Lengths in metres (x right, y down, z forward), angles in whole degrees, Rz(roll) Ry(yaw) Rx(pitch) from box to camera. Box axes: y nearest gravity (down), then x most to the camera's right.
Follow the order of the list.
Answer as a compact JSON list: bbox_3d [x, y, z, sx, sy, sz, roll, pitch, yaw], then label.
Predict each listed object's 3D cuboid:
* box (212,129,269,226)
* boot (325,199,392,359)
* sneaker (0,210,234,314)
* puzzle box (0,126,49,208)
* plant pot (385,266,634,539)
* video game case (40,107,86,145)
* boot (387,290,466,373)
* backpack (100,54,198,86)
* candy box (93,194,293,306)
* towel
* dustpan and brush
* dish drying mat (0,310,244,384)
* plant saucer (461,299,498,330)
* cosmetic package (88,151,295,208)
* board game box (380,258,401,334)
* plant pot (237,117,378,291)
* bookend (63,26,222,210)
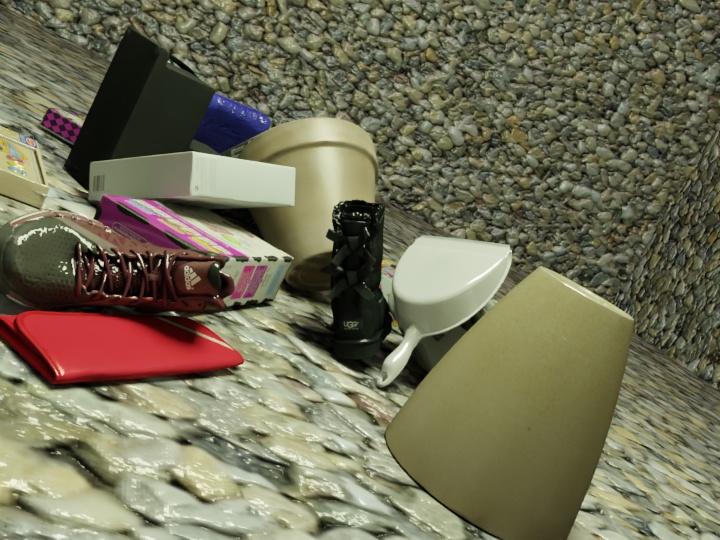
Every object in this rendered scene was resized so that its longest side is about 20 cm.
[{"bbox_3d":[-0.149,-0.132,1.193,0.199,0.045,0.160,-19,-24,37],"label":"box"},{"bbox_3d":[-0.001,0.000,0.916,0.073,0.163,0.198,1,10,5],"label":"boot"},{"bbox_3d":[-0.171,-0.003,0.616,0.115,0.076,0.200,1,-4,28],"label":"sneaker"},{"bbox_3d":[-0.412,-0.132,0.864,0.133,0.026,0.200,23,11,-33],"label":"puzzle box"},{"bbox_3d":[0.149,0.105,0.710,0.187,0.201,0.187,27,9,-5],"label":"plant pot"},{"bbox_3d":[-0.361,-0.183,1.236,0.199,0.036,0.181,30,8,8],"label":"video game case"},{"bbox_3d":[0.108,0.104,0.986,0.200,0.073,0.096,56,-2,31],"label":"boot"},{"bbox_3d":[-0.342,-0.275,1.341,0.166,0.127,0.200,8,-32,22],"label":"backpack"},{"bbox_3d":[-0.173,-0.018,0.843,0.136,0.061,0.200,29,10,16],"label":"candy box"},{"bbox_3d":[-0.247,-0.210,1.158,0.199,0.148,0.050,19,41,-42],"label":"towel"},{"bbox_3d":[0.071,0.045,0.884,0.139,0.200,0.057,9,-48,41],"label":"dustpan and brush"},{"bbox_3d":[-0.172,0.055,0.601,0.077,0.018,0.200,34,11,25],"label":"dish drying mat"},{"bbox_3d":[0.167,0.092,0.970,0.200,0.050,0.200,52,-13,18],"label":"plant saucer"},{"bbox_3d":[-0.198,-0.101,0.931,0.199,0.052,0.150,2,-1,40],"label":"cosmetic package"},{"bbox_3d":[0.027,0.022,1.202,0.200,0.064,0.147,33,11,17],"label":"board game box"},{"bbox_3d":[-0.059,-0.073,1.065,0.200,0.200,0.174,17,51,-49],"label":"plant pot"},{"bbox_3d":[-0.250,-0.181,1.057,0.092,0.201,0.198,36,13,37],"label":"bookend"}]
